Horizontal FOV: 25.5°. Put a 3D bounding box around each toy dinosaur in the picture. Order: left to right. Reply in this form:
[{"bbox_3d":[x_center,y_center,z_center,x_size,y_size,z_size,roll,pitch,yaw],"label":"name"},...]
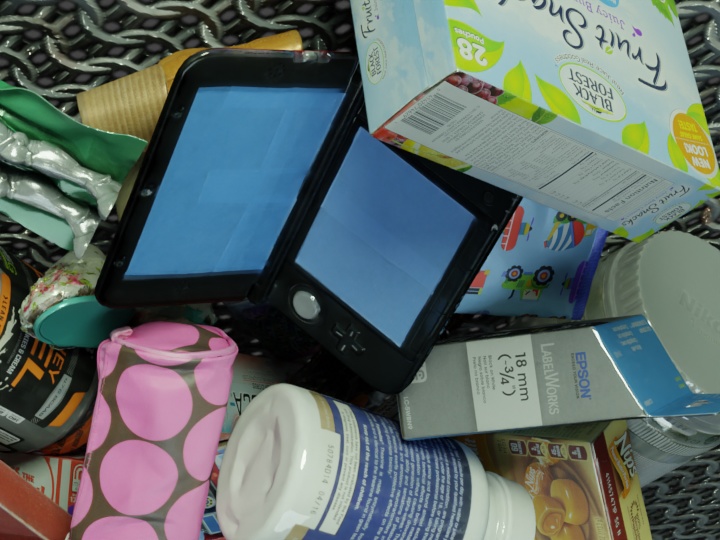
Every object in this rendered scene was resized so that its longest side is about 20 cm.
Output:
[{"bbox_3d":[0.018,0.035,1.127,0.135,0.102,0.200,3,131,-49],"label":"toy dinosaur"}]

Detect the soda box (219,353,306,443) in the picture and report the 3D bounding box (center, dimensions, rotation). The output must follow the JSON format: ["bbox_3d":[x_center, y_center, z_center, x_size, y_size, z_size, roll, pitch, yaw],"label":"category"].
[{"bbox_3d":[-0.104,0.098,1.158,0.068,0.064,0.200,-13,167,20],"label":"soda box"}]

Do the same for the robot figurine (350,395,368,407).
[{"bbox_3d":[-0.024,0.171,1.301,0.144,0.117,0.200,-43,-166,-9],"label":"robot figurine"}]

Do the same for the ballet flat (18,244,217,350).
[{"bbox_3d":[-0.166,0.017,1.047,0.075,0.064,0.200,-33,161,15],"label":"ballet flat"}]

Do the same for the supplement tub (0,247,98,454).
[{"bbox_3d":[-0.253,0.047,1.059,0.122,0.123,0.200,-20,149,19],"label":"supplement tub"}]

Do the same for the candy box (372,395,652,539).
[{"bbox_3d":[0.104,0.155,1.157,0.199,0.116,0.055,0,-156,38],"label":"candy box"}]

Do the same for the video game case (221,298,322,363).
[{"bbox_3d":[0.000,0.000,1.147,0.199,0.024,0.182,-17,150,12],"label":"video game case"}]

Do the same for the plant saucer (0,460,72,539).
[{"bbox_3d":[-0.295,0.148,1.082,0.199,0.037,0.200,-2,145,34],"label":"plant saucer"}]

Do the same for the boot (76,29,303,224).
[{"bbox_3d":[-0.083,-0.067,0.965,0.143,0.071,0.201,-13,155,-4],"label":"boot"}]

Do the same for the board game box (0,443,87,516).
[{"bbox_3d":[-0.201,0.156,1.219,0.151,0.047,0.200,4,179,26],"label":"board game box"}]

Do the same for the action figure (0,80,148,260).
[{"bbox_3d":[-0.228,-0.077,0.872,0.199,0.055,0.118,28,136,-12],"label":"action figure"}]

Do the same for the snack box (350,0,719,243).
[{"bbox_3d":[0.085,-0.122,0.810,0.199,0.170,0.068,18,143,-37],"label":"snack box"}]

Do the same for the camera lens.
[{"bbox_3d":[0.193,0.081,1.199,0.159,0.161,0.200,13,144,-34],"label":"camera lens"}]

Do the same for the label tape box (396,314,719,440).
[{"bbox_3d":[0.140,0.065,1.032,0.199,0.064,0.144,-8,178,22],"label":"label tape box"}]

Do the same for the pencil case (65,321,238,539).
[{"bbox_3d":[-0.141,0.129,1.018,0.093,0.201,0.091,12,-169,-5],"label":"pencil case"}]

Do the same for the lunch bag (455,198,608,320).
[{"bbox_3d":[0.088,-0.074,0.975,0.150,0.094,0.201,3,130,-19],"label":"lunch bag"}]

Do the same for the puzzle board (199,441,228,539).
[{"bbox_3d":[-0.051,0.187,1.163,0.150,0.017,0.201,-14,134,13],"label":"puzzle board"}]

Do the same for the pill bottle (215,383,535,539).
[{"bbox_3d":[0.014,0.154,1.054,0.199,0.112,0.111,21,140,-28],"label":"pill bottle"}]

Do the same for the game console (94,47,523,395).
[{"bbox_3d":[-0.030,-0.018,0.898,0.119,0.172,0.200,-38,163,-47],"label":"game console"}]
